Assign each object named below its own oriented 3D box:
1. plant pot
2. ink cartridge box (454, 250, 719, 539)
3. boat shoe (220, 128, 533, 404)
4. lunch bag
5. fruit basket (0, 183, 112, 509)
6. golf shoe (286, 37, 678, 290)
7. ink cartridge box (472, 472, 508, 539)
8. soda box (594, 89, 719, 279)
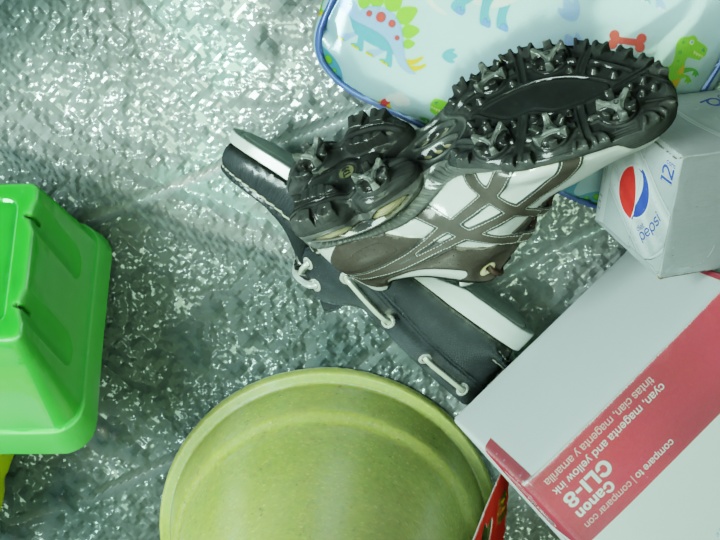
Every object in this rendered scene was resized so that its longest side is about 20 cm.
[{"bbox_3d":[-0.021,0.178,0.939,0.199,0.184,0.202,0,108,2],"label":"plant pot"},{"bbox_3d":[0.177,0.112,0.902,0.145,0.145,0.200,-44,103,-3],"label":"ink cartridge box"},{"bbox_3d":[0.000,0.000,0.939,0.200,0.076,0.060,36,100,-8],"label":"boat shoe"},{"bbox_3d":[0.089,-0.136,0.888,0.199,0.083,0.161,25,108,-5],"label":"lunch bag"},{"bbox_3d":[-0.236,0.053,0.952,0.214,0.156,0.216,0,151,0],"label":"fruit basket"},{"bbox_3d":[0.065,-0.046,0.847,0.199,0.078,0.095,-15,135,24],"label":"golf shoe"},{"bbox_3d":[0.083,0.221,0.937,0.047,0.160,0.201,5,108,13],"label":"ink cartridge box"},{"bbox_3d":[0.220,-0.052,0.871,0.199,0.063,0.069,-9,123,-23],"label":"soda box"}]
